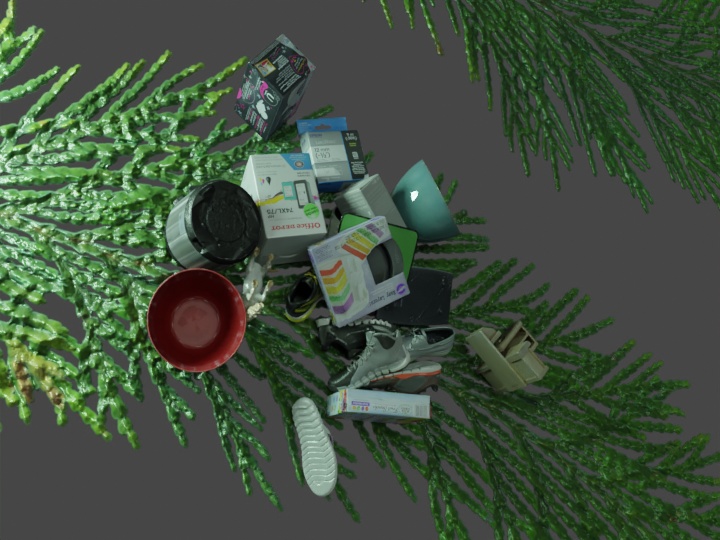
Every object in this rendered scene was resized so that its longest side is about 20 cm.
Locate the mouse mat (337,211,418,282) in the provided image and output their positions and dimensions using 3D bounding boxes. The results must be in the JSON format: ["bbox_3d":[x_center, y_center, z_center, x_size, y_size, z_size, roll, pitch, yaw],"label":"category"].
[{"bbox_3d":[0.030,-0.032,1.503,0.194,0.008,0.166,13,95,-18],"label":"mouse mat"}]

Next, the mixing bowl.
[{"bbox_3d":[-0.337,0.105,1.366,0.194,0.108,0.207,2,83,-16],"label":"mixing bowl"}]

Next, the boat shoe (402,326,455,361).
[{"bbox_3d":[0.136,0.164,1.550,0.195,0.073,0.071,-4,41,-27],"label":"boat shoe"}]

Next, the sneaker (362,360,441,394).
[{"bbox_3d":[0.096,0.262,1.512,0.193,0.077,0.085,-5,97,-10],"label":"sneaker"}]

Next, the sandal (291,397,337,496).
[{"bbox_3d":[-0.089,0.371,1.410,0.049,0.081,0.209,16,55,-62],"label":"sandal"}]

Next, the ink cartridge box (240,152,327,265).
[{"bbox_3d":[-0.177,-0.136,1.496,0.142,0.146,0.206,-6,69,-23],"label":"ink cartridge box"}]

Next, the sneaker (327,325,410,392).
[{"bbox_3d":[0.007,0.182,1.456,0.195,0.075,0.119,-21,110,-9],"label":"sneaker"}]

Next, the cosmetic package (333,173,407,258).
[{"bbox_3d":[0.036,-0.112,1.562,0.090,0.105,0.204,-41,108,-39],"label":"cosmetic package"}]

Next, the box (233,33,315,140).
[{"bbox_3d":[-0.203,-0.427,1.564,0.115,0.200,0.133,43,62,-3],"label":"box"}]

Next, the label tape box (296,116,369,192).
[{"bbox_3d":[-0.071,-0.301,1.649,0.139,0.066,0.206,-7,76,-23],"label":"label tape box"}]

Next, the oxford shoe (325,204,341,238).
[{"bbox_3d":[-0.051,-0.075,1.581,0.073,0.058,0.206,16,68,-17],"label":"oxford shoe"}]

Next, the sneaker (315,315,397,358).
[{"bbox_3d":[-0.009,0.156,1.514,0.193,0.066,0.094,4,73,-16],"label":"sneaker"}]

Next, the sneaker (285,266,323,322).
[{"bbox_3d":[-0.097,0.026,1.491,0.073,0.085,0.202,32,71,12],"label":"sneaker"}]

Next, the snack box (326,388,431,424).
[{"bbox_3d":[0.037,0.297,1.436,0.194,0.142,0.055,9,69,-18],"label":"snack box"}]

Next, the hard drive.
[{"bbox_3d":[0.125,0.060,1.588,0.194,0.042,0.140,5,92,-22],"label":"hard drive"}]

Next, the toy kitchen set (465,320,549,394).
[{"bbox_3d":[0.362,0.161,1.578,0.164,0.200,0.180,47,62,0],"label":"toy kitchen set"}]

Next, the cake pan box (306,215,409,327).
[{"bbox_3d":[0.000,0.000,1.463,0.195,0.052,0.189,-22,104,-16],"label":"cake pan box"}]

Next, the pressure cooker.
[{"bbox_3d":[-0.320,-0.087,1.398,0.178,0.198,0.179,41,59,-21],"label":"pressure cooker"}]

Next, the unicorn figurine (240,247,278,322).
[{"bbox_3d":[-0.220,0.020,1.410,0.072,0.138,0.203,27,50,-8],"label":"unicorn figurine"}]

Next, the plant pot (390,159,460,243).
[{"bbox_3d":[0.142,-0.147,1.627,0.132,0.200,0.204,-28,82,8],"label":"plant pot"}]
